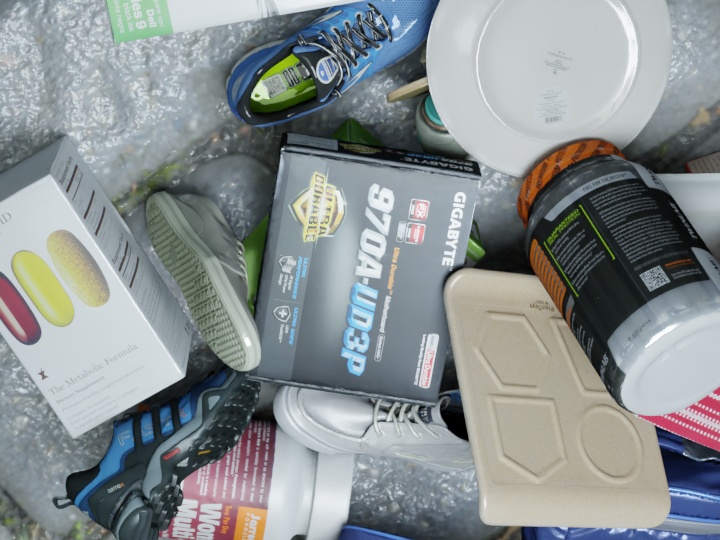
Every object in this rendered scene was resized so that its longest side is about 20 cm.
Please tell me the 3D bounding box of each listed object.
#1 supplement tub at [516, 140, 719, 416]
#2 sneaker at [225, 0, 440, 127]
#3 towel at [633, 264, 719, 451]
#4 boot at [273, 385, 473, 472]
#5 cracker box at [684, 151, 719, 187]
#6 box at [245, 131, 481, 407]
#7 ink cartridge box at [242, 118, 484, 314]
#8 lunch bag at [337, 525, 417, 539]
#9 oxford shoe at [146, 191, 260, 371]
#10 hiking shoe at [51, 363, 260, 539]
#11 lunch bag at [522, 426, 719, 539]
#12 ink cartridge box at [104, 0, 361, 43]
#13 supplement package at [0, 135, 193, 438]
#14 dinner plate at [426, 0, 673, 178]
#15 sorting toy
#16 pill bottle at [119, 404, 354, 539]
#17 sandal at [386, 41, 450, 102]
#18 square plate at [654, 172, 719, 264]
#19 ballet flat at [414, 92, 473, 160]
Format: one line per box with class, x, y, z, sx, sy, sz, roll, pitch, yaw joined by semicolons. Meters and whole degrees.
supplement tub;0.204;0.001;1.543;0.122;0.200;0.123;-18;143;-14
sneaker;-0.015;-0.169;1.588;0.200;0.089;0.079;-33;108;9
towel;0.319;0.052;1.601;0.144;0.022;0.200;23;106;-23
boot;0.034;0.117;1.666;0.199;0.095;0.074;13;67;-29
cracker box;0.381;-0.052;1.656;0.199;0.058;0.134;-18;110;6
box;0.000;0.000;1.594;0.158;0.046;0.201;9;110;-4
ink cartridge box;-0.017;0.001;1.658;0.148;0.076;0.200;39;104;-14
lunch bag;0.060;0.291;1.648;0.199;0.133;0.136;12;152;19
oxford shoe;-0.114;0.001;1.606;0.058;0.200;0.075;-9;131;-23
hiking shoe;-0.156;0.128;1.622;0.087;0.200;0.075;27;143;20
lunch bag;0.223;0.190;1.694;0.199;0.136;0.133;9;110;-3
ink cartridge box;-0.092;-0.242;1.529;0.199;0.146;0.084;-9;110;3
supplement package;-0.237;0.012;1.641;0.113;0.110;0.200;-29;108;9
dinner plate;0.149;-0.166;1.560;0.199;0.024;0.201;-3;109;-10
sorting toy;0.151;0.103;1.585;0.185;0.201;0.036;6;157;-32
pill bottle;-0.109;0.178;1.705;0.199;0.110;0.110;8;110;-3
sandal;0.110;-0.200;1.600;0.211;0.078;0.070;-20;90;0
square plate;0.271;0.015;1.649;0.197;0.028;0.201;1;117;26
ballet flat;0.140;-0.134;1.623;0.199;0.068;0.064;-16;143;-5
